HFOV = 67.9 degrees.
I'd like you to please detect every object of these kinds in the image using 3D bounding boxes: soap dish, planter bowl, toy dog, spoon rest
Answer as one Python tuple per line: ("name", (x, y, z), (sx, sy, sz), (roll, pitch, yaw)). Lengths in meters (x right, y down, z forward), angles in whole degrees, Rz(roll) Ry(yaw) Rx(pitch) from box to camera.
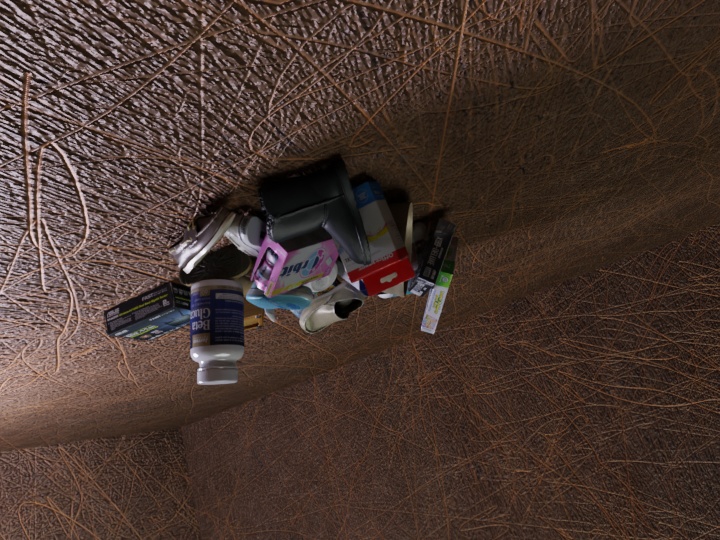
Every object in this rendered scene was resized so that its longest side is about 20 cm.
("soap dish", (-0.350, 0.119, 1.435), (0.195, 0.083, 0.158), (-13, 163, -15))
("planter bowl", (0.040, -0.051, 1.166), (0.131, 0.205, 0.200), (5, 166, 9))
("toy dog", (0.124, -0.033, 1.397), (0.095, 0.134, 0.200), (31, 155, -11))
("spoon rest", (-0.141, 0.036, 1.256), (0.198, 0.061, 0.100), (-35, 137, -2))

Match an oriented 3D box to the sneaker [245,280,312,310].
("sneaker", (-0.166, 0.014, 1.177), (0.197, 0.133, 0.079), (-1, 151, 41))

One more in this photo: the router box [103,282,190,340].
("router box", (-0.479, 0.103, 1.277), (0.196, 0.063, 0.150), (-23, 162, 14))

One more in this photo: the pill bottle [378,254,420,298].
("pill bottle", (0.104, 0.017, 1.544), (0.196, 0.113, 0.111), (-8, 161, -30))

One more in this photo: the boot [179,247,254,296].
("boot", (-0.287, 0.013, 1.208), (0.171, 0.068, 0.200), (-9, 165, 13))

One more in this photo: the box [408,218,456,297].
("box", (0.180, -0.027, 1.379), (0.049, 0.161, 0.200), (21, 168, 2))

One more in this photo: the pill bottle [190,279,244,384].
("pill bottle", (-0.296, 0.129, 1.107), (0.108, 0.205, 0.111), (-4, 165, -1))

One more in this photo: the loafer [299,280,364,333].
("loafer", (-0.068, 0.094, 1.306), (0.199, 0.069, 0.075), (-38, 127, 16))

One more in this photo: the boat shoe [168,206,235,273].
("boat shoe", (-0.288, -0.062, 0.957), (0.199, 0.059, 0.072), (-34, -162, 47))

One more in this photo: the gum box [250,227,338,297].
("gum box", (-0.124, -0.030, 1.076), (0.198, 0.066, 0.115), (-22, 146, -51))

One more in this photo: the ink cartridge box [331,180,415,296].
("ink cartridge box", (0.016, -0.057, 1.043), (0.114, 0.204, 0.067), (-24, 179, 21))

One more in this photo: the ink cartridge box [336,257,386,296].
("ink cartridge box", (0.000, 0.000, 1.284), (0.098, 0.199, 0.040), (-5, 117, -35))

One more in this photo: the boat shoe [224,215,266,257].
("boat shoe", (-0.213, -0.062, 1.059), (0.068, 0.073, 0.200), (7, 172, 13))

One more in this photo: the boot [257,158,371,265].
("boot", (-0.080, -0.081, 0.951), (0.165, 0.204, 0.077), (-19, -156, 0))

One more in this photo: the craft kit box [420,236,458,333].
("craft kit box", (0.220, 0.035, 1.476), (0.047, 0.201, 0.201), (13, 124, 8))

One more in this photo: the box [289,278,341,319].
("box", (-0.124, 0.052, 1.329), (0.135, 0.038, 0.200), (-33, 128, 12))
